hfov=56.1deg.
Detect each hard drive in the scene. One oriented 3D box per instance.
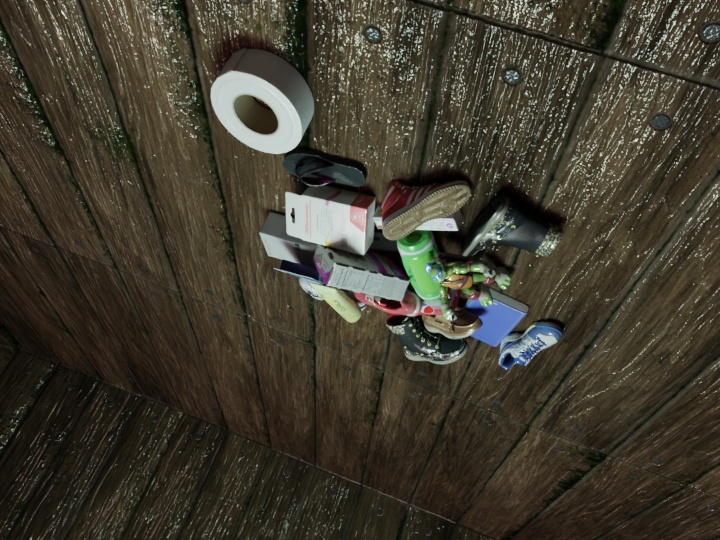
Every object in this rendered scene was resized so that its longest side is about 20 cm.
[{"bbox_3d":[0.317,0.116,1.675,0.129,0.026,0.201,24,149,2],"label":"hard drive"}]

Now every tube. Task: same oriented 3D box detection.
[{"bbox_3d":[-0.056,0.074,1.668,0.057,0.053,0.200,-27,150,9],"label":"tube"}]

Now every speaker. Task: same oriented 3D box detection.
[{"bbox_3d":[0.143,-0.018,1.538,0.086,0.090,0.202,6,144,27],"label":"speaker"}]

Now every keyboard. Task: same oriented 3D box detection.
[{"bbox_3d":[0.038,-0.072,1.606,0.195,0.011,0.057,7,139,27],"label":"keyboard"}]

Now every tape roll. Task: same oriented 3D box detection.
[{"bbox_3d":[-0.191,-0.327,1.321,0.197,0.072,0.205,18,149,11],"label":"tape roll"}]

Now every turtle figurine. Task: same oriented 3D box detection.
[{"bbox_3d":[0.243,0.049,1.448,0.190,0.148,0.198,5,-167,-40],"label":"turtle figurine"}]

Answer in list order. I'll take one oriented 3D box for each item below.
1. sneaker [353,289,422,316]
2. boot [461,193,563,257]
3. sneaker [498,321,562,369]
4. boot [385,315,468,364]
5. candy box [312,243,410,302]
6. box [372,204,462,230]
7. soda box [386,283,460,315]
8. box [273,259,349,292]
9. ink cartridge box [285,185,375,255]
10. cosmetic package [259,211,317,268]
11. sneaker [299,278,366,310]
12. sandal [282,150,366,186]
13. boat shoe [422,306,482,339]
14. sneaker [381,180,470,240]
[{"bbox_3d":[0.053,0.059,1.636,0.196,0.076,0.086,14,-173,35],"label":"sneaker"},{"bbox_3d":[0.303,-0.061,1.377,0.150,0.075,0.204,24,150,-5],"label":"boot"},{"bbox_3d":[0.417,0.192,1.660,0.074,0.090,0.199,33,146,-13],"label":"sneaker"},{"bbox_3d":[0.174,0.176,1.805,0.199,0.075,0.155,-5,136,38],"label":"boot"},{"bbox_3d":[0.000,0.000,1.555,0.195,0.137,0.062,14,110,-24],"label":"candy box"},{"bbox_3d":[0.120,-0.114,1.453,0.195,0.042,0.039,4,145,31],"label":"box"},{"bbox_3d":[0.144,0.066,1.676,0.196,0.071,0.064,-3,142,37],"label":"soda box"},{"bbox_3d":[-0.113,0.012,1.639,0.118,0.033,0.199,14,177,27],"label":"box"},{"bbox_3d":[-0.068,-0.121,1.515,0.194,0.068,0.119,14,125,16],"label":"ink cartridge box"},{"bbox_3d":[-0.143,-0.067,1.669,0.194,0.075,0.103,14,150,17],"label":"cosmetic package"},{"bbox_3d":[-0.060,0.033,1.768,0.195,0.077,0.115,22,149,-6],"label":"sneaker"},{"bbox_3d":[-0.084,-0.211,1.441,0.195,0.049,0.076,11,147,20],"label":"sandal"},{"bbox_3d":[0.218,0.117,1.674,0.197,0.075,0.073,1,126,53],"label":"boat shoe"},{"bbox_3d":[0.126,-0.150,1.384,0.196,0.114,0.072,-26,129,14],"label":"sneaker"}]
